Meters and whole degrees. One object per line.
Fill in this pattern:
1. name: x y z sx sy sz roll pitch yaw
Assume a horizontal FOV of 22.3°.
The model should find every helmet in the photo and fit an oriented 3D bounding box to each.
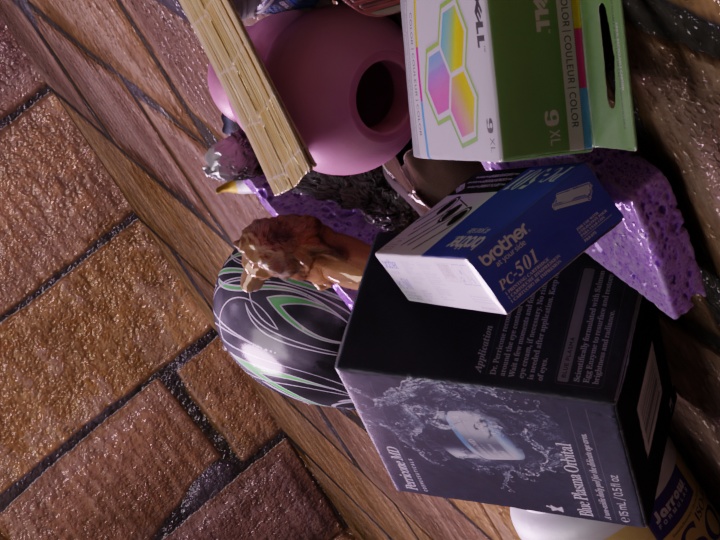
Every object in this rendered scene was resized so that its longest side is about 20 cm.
1. helmet: -0.049 0.040 1.844 0.190 0.200 0.200 30 -179 -29

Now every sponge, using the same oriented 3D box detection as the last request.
1. sponge: 0.134 -0.059 1.165 0.200 0.030 0.112 42 165 45
2. sponge: -0.019 -0.064 1.617 0.200 0.111 0.030 49 167 11

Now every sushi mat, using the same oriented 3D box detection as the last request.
1. sushi mat: -0.089 -0.149 1.289 0.200 0.012 0.096 63 159 -1

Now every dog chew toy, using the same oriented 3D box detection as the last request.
1. dog chew toy: -0.043 -0.140 1.365 0.200 0.125 0.125 16 145 50

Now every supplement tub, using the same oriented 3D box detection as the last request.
1. supplement tub: 0.210 0.207 1.467 0.200 0.145 0.145 55 169 -20

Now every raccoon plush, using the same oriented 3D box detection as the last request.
1. raccoon plush: -0.023 -0.063 1.487 0.134 0.200 0.097 49 143 15

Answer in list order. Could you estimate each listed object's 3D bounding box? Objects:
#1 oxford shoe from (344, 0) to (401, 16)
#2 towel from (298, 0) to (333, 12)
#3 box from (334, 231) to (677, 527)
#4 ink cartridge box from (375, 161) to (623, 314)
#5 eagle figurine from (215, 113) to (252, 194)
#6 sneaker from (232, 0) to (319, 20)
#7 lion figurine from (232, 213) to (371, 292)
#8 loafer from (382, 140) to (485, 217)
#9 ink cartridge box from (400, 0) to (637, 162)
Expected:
1. oxford shoe: -0.001 -0.237 1.142 0.200 0.070 0.075 66 -171 -58
2. towel: -0.098 -0.285 1.395 0.171 0.048 0.200 41 166 32
3. box: 0.109 0.080 1.298 0.199 0.118 0.197 7 150 20
4. ink cartridge box: 0.081 -0.021 1.137 0.044 0.094 0.200 53 169 -10
5. eagle figurine: -0.068 -0.104 1.744 0.200 0.151 0.152 -85 9 -62
6. sneaker: -0.051 -0.246 1.256 0.200 0.085 0.077 106 163 -63
7. lion figurine: 0.000 0.000 1.498 0.199 0.073 0.122 11 177 11
8. loafer: 0.062 -0.070 1.351 0.200 0.073 0.071 37 162 51
9. ink cartridge box: 0.084 -0.116 1.035 0.200 0.059 0.104 -164 67 -72
